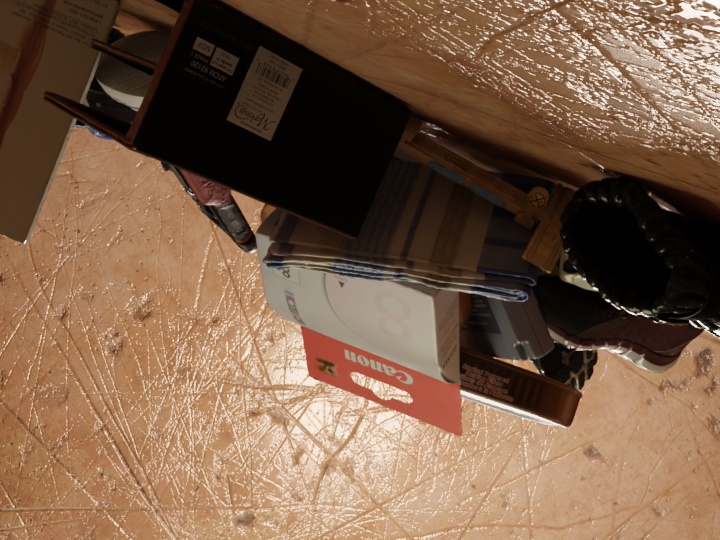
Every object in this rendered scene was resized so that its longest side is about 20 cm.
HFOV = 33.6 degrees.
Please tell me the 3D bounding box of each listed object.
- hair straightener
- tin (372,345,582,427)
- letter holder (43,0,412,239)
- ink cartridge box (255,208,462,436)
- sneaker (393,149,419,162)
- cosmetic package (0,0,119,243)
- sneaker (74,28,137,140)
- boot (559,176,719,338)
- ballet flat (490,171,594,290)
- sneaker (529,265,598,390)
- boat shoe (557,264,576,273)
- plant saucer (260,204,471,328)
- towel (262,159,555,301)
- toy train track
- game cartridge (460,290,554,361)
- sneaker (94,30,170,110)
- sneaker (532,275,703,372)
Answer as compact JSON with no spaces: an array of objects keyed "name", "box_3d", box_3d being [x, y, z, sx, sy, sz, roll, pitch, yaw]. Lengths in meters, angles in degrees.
[{"name":"hair straightener","box_3d":[-0.127,-0.076,0.987,0.077,0.041,0.200,42,173,30]},{"name":"tin","box_3d":[0.097,0.094,1.056,0.200,0.042,0.112,20,177,-6]},{"name":"letter holder","box_3d":[-0.092,-0.113,0.815,0.200,0.101,0.142,21,-176,-44]},{"name":"ink cartridge box","box_3d":[0.002,0.055,0.962,0.162,0.200,0.057,19,-137,26]},{"name":"sneaker","box_3d":[-0.028,-0.083,1.042,0.200,0.116,0.078,22,-178,-13]},{"name":"cosmetic package","box_3d":[-0.266,-0.131,0.937,0.087,0.200,0.103,21,180,-15]},{"name":"sneaker","box_3d":[-0.241,-0.160,1.087,0.079,0.089,0.200,13,-156,-26]},{"name":"boot","box_3d":[0.239,0.015,0.750,0.211,0.079,0.158,24,-178,40]},{"name":"ballet flat","box_3d":[0.165,-0.026,0.988,0.200,0.072,0.072,22,-179,23]},{"name":"sneaker","box_3d":[0.156,0.028,1.110,0.200,0.077,0.080,58,158,-17]},{"name":"boat shoe","box_3d":[0.164,-0.028,1.137,0.201,0.072,0.061,27,-165,41]},{"name":"plant saucer","box_3d":[0.000,0.000,1.026,0.200,0.032,0.200,28,162,10]},{"name":"towel","box_3d":[0.040,-0.036,0.894,0.200,0.024,0.147,7,-142,11]},{"name":"toy train track","box_3d":[0.110,-0.063,0.864,0.200,0.033,0.115,29,-143,4]},{"name":"game cartridge","box_3d":[0.099,0.009,1.031,0.133,0.041,0.200,63,169,-5]},{"name":"sneaker","box_3d":[-0.132,-0.126,0.991,0.200,0.073,0.114,24,156,32]},{"name":"sneaker","box_3d":[0.236,0.017,1.037,0.200,0.116,0.076,16,-139,-36]}]
